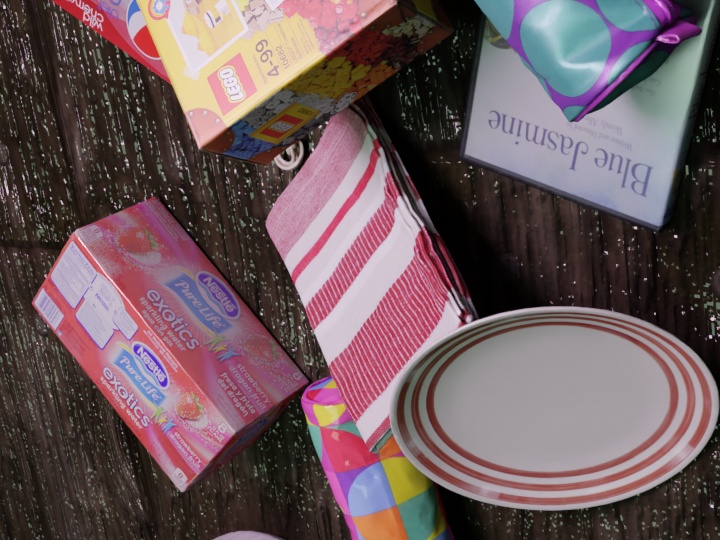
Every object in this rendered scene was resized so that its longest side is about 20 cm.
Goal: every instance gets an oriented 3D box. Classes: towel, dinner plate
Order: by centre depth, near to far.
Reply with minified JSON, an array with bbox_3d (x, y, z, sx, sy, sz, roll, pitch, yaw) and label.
[{"bbox_3d":[0.117,0.084,0.750,0.199,0.024,0.201,1,137,1],"label":"dinner plate"},{"bbox_3d":[0.000,0.000,0.811,0.144,0.023,0.201,-55,48,40],"label":"towel"}]

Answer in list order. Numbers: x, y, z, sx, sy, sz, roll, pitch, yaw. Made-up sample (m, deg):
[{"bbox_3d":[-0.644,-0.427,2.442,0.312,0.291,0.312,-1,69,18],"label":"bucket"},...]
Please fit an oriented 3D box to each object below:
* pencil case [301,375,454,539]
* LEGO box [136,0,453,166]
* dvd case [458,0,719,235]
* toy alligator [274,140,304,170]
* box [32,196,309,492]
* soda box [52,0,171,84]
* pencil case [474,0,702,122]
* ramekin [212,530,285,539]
[{"bbox_3d":[0.021,0.161,0.886,0.088,0.088,0.201,-9,102,40],"label":"pencil case"},{"bbox_3d":[-0.058,-0.189,0.726,0.149,0.077,0.201,-32,72,23],"label":"LEGO box"},{"bbox_3d":[0.132,-0.135,0.701,0.142,0.018,0.201,23,123,28],"label":"dvd case"},{"bbox_3d":[-0.037,-0.139,0.808,0.059,0.054,0.201,39,129,19],"label":"toy alligator"},{"bbox_3d":[-0.151,0.056,0.962,0.200,0.095,0.103,49,132,9],"label":"box"},{"bbox_3d":[-0.146,-0.192,0.859,0.200,0.070,0.064,37,128,20],"label":"soda box"},{"bbox_3d":[0.091,-0.180,0.644,0.200,0.085,0.092,55,146,4],"label":"pencil case"},{"bbox_3d":[-0.092,0.315,1.036,0.202,0.094,0.203,17,120,33],"label":"ramekin"}]
